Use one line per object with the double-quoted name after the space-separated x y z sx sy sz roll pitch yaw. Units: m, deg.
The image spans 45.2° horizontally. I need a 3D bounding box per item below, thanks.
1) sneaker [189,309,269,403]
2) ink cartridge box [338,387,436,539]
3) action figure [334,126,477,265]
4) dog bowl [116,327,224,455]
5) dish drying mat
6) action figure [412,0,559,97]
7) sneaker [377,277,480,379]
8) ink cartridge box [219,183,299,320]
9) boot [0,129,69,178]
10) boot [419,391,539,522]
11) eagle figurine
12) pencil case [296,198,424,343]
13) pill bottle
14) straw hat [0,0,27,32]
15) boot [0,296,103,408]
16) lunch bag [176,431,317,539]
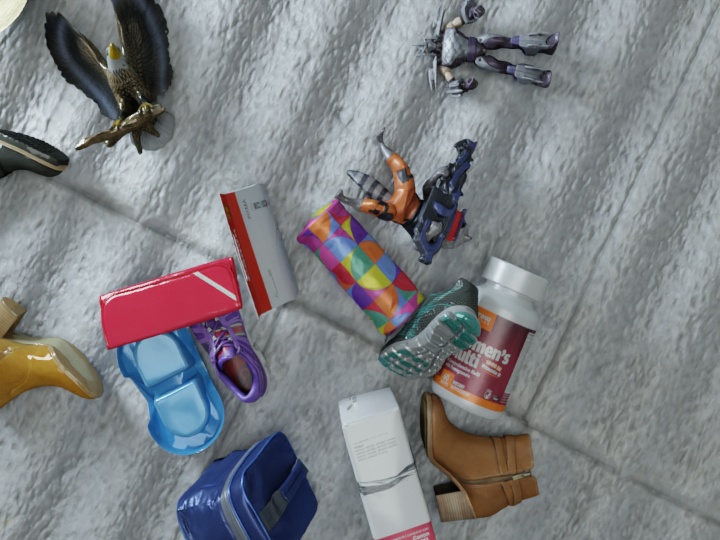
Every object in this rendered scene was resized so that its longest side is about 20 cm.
-0.188 0.092 1.195 0.080 0.083 0.202 -34 92 0 "sneaker"
0.036 0.278 1.185 0.082 0.145 0.205 -16 95 -2 "ink cartridge box"
0.081 -0.108 1.204 0.192 0.104 0.202 38 65 -11 "action figure"
-0.262 0.155 1.214 0.109 0.050 0.204 -25 95 0 "dog bowl"
-0.258 0.043 1.171 0.195 0.018 0.079 -16 77 4 "dish drying mat"
0.168 -0.303 1.189 0.195 0.069 0.134 6 103 2 "action figure"
0.099 0.080 1.179 0.077 0.199 0.092 35 48 -19 "sneaker"
-0.129 -0.030 1.130 0.046 0.200 0.164 -17 95 0 "ink cartridge box"
-0.503 -0.125 1.181 0.196 0.077 0.142 19 98 10 "boot"
0.167 0.251 1.227 0.151 0.074 0.205 -13 106 0 "boot"
-0.323 -0.269 1.161 0.149 0.151 0.203 -3 58 -40 "eagle figurine"
0.000 0.000 1.197 0.088 0.088 0.201 -40 94 1 "pencil case"
0.181 0.091 1.195 0.107 0.110 0.204 22 93 -3 "pill bottle"
-0.502 -0.397 1.150 0.196 0.085 0.207 2 100 10 "straw hat"
-0.469 0.151 1.204 0.200 0.071 0.145 41 98 -1 "boot"
-0.137 0.312 1.161 0.130 0.200 0.138 -25 97 18 "lunch bag"
